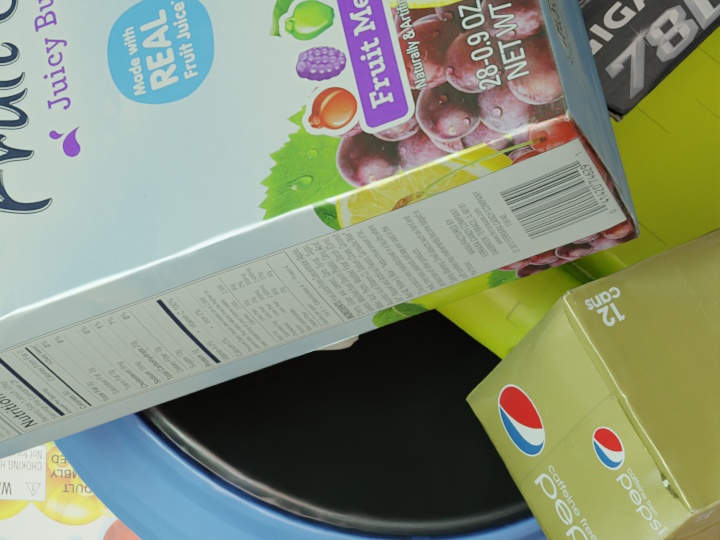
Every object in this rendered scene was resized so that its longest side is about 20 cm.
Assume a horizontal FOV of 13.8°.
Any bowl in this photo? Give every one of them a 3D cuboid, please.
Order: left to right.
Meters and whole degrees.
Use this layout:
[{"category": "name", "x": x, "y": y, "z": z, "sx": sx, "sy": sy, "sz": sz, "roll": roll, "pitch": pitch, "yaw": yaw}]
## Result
[{"category": "bowl", "x": 0.000, "y": 0.000, "z": 0.842, "sx": 0.200, "sy": 0.039, "sz": 0.201, "roll": 7, "pitch": 60, "yaw": -13}]

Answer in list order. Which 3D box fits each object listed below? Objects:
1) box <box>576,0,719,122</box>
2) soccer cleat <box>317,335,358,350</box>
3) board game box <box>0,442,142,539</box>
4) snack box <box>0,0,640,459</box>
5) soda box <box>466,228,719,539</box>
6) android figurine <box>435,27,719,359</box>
[{"category": "box", "x": 0.086, "y": -0.173, "z": 0.779, "sx": 0.050, "sy": 0.199, "sz": 0.200, "roll": 26, "pitch": 118, "yaw": -40}, {"category": "soccer cleat", "x": -0.023, "y": -0.065, "z": 0.801, "sx": 0.085, "sy": 0.069, "sz": 0.200, "roll": 5, "pitch": 62, "yaw": 10}, {"category": "board game box", "x": -0.095, "y": 0.138, "z": 0.888, "sx": 0.103, "sy": 0.105, "sz": 0.200, "roll": 2, "pitch": 95, "yaw": 4}, {"category": "snack box", "x": -0.050, "y": -0.057, "z": 0.727, "sx": 0.200, "sy": 0.068, "sz": 0.169, "roll": -21, "pitch": 58, "yaw": 13}, {"category": "soda box", "x": 0.131, "y": 0.013, "z": 0.772, "sx": 0.200, "sy": 0.068, "sz": 0.064, "roll": -23, "pitch": 74, "yaw": -29}, {"category": "android figurine", "x": 0.082, "y": -0.044, "z": 0.845, "sx": 0.200, "sy": 0.041, "sz": 0.182, "roll": 37, "pitch": 58, "yaw": 1}]
